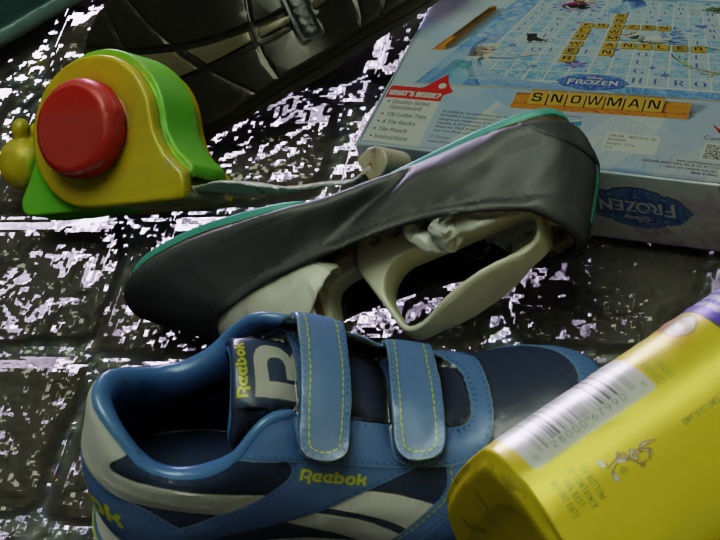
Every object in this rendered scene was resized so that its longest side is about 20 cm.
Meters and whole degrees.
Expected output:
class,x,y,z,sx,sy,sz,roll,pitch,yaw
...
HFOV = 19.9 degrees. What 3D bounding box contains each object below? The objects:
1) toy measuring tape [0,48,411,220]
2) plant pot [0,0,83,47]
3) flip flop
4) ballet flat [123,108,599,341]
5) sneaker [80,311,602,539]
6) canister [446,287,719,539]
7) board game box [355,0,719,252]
class,x,y,z,sx,sy,sz,roll,pitch,yaw
toy measuring tape,-0.071,-0.061,0.856,0.198,0.074,0.074,-4,44,30
plant pot,-0.269,-0.205,0.997,0.196,0.197,0.200,-33,36,-16
flip flop,-0.033,-0.114,0.916,0.199,0.058,0.082,-26,75,15
ballet flat,0.000,0.000,0.788,0.198,0.073,0.073,-20,43,14
sneaker,-0.007,0.057,0.731,0.198,0.083,0.074,-12,43,2
canister,0.132,0.044,0.659,0.199,0.149,0.087,-32,80,-12
board game box,0.125,-0.097,0.870,0.198,0.041,0.200,9,50,24
